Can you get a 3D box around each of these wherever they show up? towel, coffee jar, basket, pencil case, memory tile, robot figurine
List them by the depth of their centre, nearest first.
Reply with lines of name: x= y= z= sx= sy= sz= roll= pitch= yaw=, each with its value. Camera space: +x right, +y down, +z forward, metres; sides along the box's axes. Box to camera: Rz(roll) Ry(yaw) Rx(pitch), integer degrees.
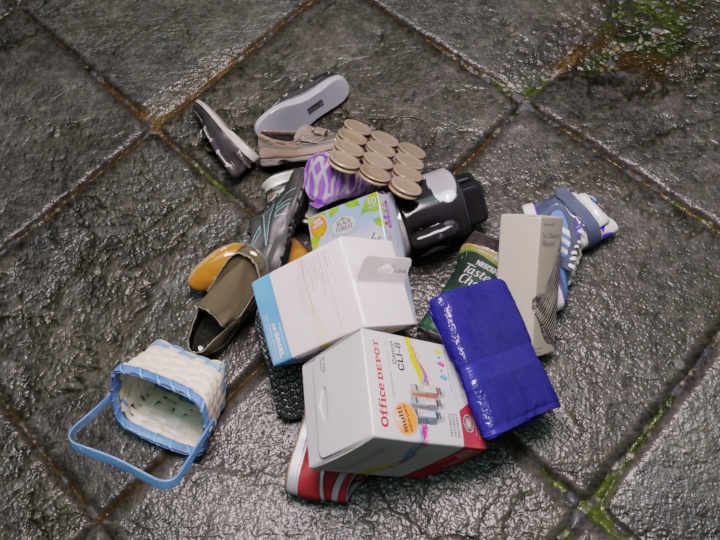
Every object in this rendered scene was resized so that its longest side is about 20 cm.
towel: x=0.178 y=0.117 z=1.024 sx=0.146 sy=0.049 sz=0.203 roll=-11 pitch=74 yaw=-37
basket: x=-0.286 y=0.206 z=1.068 sx=0.174 sy=0.141 sz=0.200 roll=20 pitch=35 yaw=15
coffee jar: x=0.173 y=0.039 z=1.157 sx=0.103 sy=0.086 sz=0.202 roll=24 pitch=66 yaw=16
memory tile: x=0.028 y=-0.176 z=1.177 sx=0.151 sy=0.017 sz=0.201 roll=22 pitch=30 yaw=-4
robot figurine: x=0.103 y=-0.087 z=1.211 sx=0.197 sy=0.150 sz=0.127 roll=-20 pitch=77 yaw=-4
pencil case: x=-0.003 y=-0.153 z=1.221 sx=0.083 sy=0.087 sz=0.198 roll=31 pitch=27 yaw=36

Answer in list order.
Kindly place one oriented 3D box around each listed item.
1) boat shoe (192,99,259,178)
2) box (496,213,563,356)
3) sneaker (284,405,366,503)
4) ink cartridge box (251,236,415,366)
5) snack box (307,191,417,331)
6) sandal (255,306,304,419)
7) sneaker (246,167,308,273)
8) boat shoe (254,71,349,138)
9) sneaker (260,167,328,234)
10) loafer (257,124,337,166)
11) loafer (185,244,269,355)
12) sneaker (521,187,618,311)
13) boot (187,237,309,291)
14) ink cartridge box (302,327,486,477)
boat shoe: x=-0.256 y=-0.238 z=1.355 sx=0.060 sy=0.074 sz=0.200 roll=-46 pitch=60 yaw=3
box: x=0.246 y=0.020 z=1.102 sx=0.068 sy=0.081 sz=0.204 roll=8 pitch=98 yaw=39
sneaker: x=-0.030 y=0.232 z=1.081 sx=0.110 sy=0.071 sz=0.203 roll=10 pitch=71 yaw=15
ink cartridge box: x=-0.029 y=0.041 z=1.050 sx=0.198 sy=0.128 sz=0.127 roll=-25 pitch=75 yaw=34
snack box: x=0.000 y=0.000 z=1.142 sx=0.140 sy=0.053 sz=0.204 roll=-16 pitch=79 yaw=33
sandal: x=-0.118 y=0.125 z=1.148 sx=0.074 sy=0.048 sz=0.204 roll=-7 pitch=83 yaw=-3
sneaker: x=-0.135 y=-0.083 z=1.190 sx=0.078 sy=0.076 sz=0.203 roll=14 pitch=63 yaw=8
boat shoe: x=-0.116 y=-0.308 z=1.384 sx=0.199 sy=0.070 sz=0.066 roll=-36 pitch=47 yaw=-10
sneaker: x=-0.061 y=-0.126 z=1.289 sx=0.197 sy=0.076 sz=0.117 roll=-19 pitch=79 yaw=-9
loafer: x=-0.105 y=-0.219 z=1.282 sx=0.198 sy=0.064 sz=0.072 roll=-2 pitch=18 yaw=39
loafer: x=-0.203 y=0.053 z=1.136 sx=0.075 sy=0.070 sz=0.202 roll=32 pitch=110 yaw=8
sneaker: x=0.343 y=-0.038 z=1.184 sx=0.144 sy=0.081 sz=0.203 roll=-10 pitch=56 yaw=4
boot: x=-0.164 y=0.021 z=1.206 sx=0.199 sy=0.071 sz=0.145 roll=-27 pitch=61 yaw=-14
ink cartridge box: x=0.041 y=0.183 z=1.007 sx=0.198 sy=0.144 sz=0.148 roll=14 pitch=55 yaw=-35
